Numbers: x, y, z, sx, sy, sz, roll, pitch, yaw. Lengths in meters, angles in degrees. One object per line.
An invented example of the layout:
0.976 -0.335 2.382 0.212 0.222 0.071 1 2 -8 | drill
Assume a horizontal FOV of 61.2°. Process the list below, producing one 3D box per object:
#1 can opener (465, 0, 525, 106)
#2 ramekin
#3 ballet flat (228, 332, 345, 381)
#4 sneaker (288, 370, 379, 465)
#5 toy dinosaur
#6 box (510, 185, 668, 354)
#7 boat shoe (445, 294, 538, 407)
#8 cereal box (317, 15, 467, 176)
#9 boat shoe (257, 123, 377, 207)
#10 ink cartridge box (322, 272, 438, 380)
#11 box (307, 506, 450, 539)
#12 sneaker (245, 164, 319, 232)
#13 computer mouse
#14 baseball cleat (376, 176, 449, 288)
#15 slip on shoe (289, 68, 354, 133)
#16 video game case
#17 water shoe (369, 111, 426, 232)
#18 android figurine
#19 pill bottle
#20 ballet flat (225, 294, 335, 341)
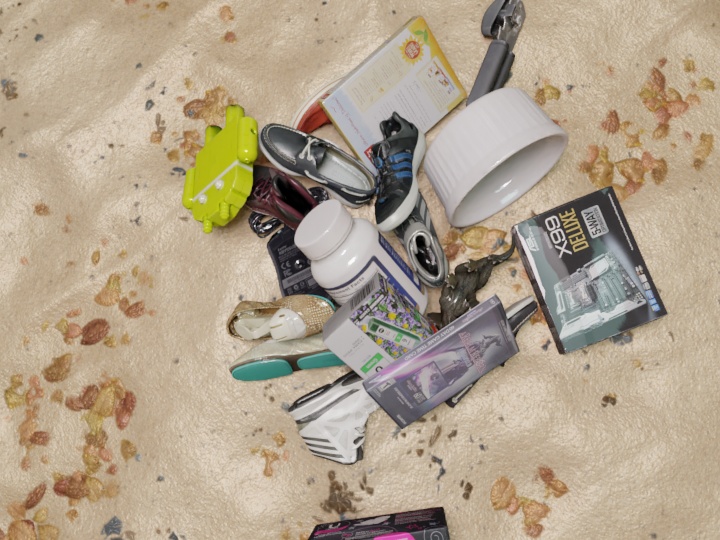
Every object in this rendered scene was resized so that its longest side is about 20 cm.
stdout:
0.207 -0.339 0.966 0.066 0.053 0.204 19 84 40 | can opener
0.184 -0.161 0.865 0.198 0.201 0.099 -32 72 0 | ramekin
-0.103 0.123 0.928 0.195 0.068 0.063 -8 53 1 | ballet flat
0.002 0.211 0.901 0.197 0.076 0.117 -26 92 5 | sneaker
0.154 0.020 0.894 0.076 0.102 0.202 31 73 -2 | toy dinosaur
0.331 0.000 0.897 0.155 0.050 0.204 -20 81 3 | box
0.187 0.117 0.884 0.199 0.074 0.061 -41 80 2 | boat shoe
0.050 -0.264 0.933 0.199 0.040 0.145 -40 117 -1 | cereal box
-0.061 -0.169 0.923 0.197 0.060 0.077 25 71 -14 | boat shoe
0.054 0.111 0.815 0.109 0.051 0.200 -42 109 14 | ink cartridge box
0.033 0.418 0.837 0.195 0.115 0.136 -10 82 5 | box
-0.125 -0.122 0.898 0.198 0.116 0.076 30 80 20 | sneaker
-0.088 -0.020 0.946 0.136 0.053 0.204 -20 69 5 | computer mouse
0.078 -0.073 0.902 0.069 0.106 0.203 -30 77 4 | baseball cleat
-0.024 -0.266 0.962 0.197 0.074 0.062 -30 83 -4 | slip on shoe
0.111 0.125 0.794 0.198 0.143 0.019 -33 50 3 | video game case
0.039 -0.141 0.867 0.078 0.071 0.203 36 46 -25 | water shoe
-0.213 -0.152 0.929 0.180 0.041 0.204 -27 53 38 | android figurine
0.000 0.000 0.852 0.111 0.111 0.200 -44 120 -2 | pill bottle
-0.122 0.078 0.882 0.197 0.065 0.072 -9 115 40 | ballet flat
